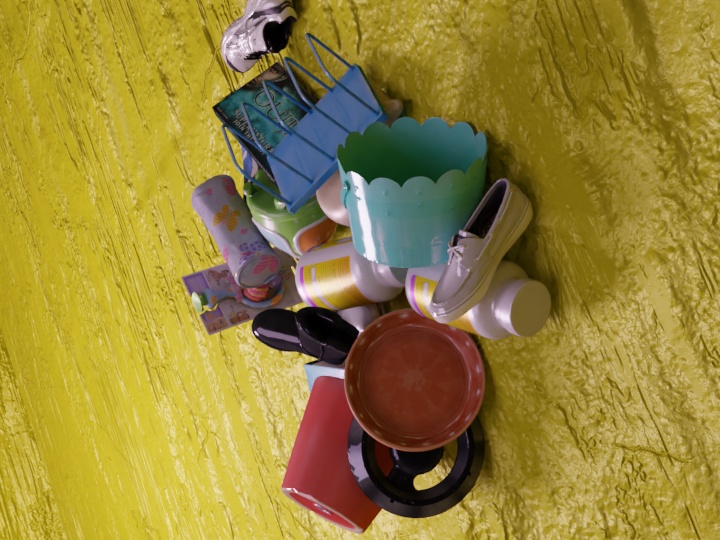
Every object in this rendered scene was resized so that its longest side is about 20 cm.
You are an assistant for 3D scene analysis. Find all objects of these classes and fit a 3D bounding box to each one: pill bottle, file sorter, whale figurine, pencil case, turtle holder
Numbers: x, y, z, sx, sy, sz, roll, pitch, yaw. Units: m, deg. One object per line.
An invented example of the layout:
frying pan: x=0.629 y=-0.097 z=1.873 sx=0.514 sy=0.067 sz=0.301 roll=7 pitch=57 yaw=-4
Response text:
pill bottle: x=0.000 y=0.000 z=1.767 sx=0.199 sy=0.104 sz=0.105 roll=-12 pitch=92 yaw=48
pill bottle: x=0.156 y=0.031 z=1.575 sx=0.199 sy=0.104 sz=0.105 roll=18 pitch=117 yaw=52
file sorter: x=-0.087 y=-0.215 z=1.698 sx=0.200 sy=0.122 sz=0.139 roll=-44 pitch=40 yaw=18
whale figurine: x=0.017 y=-0.159 z=1.735 sx=0.159 sy=0.103 sz=0.201 roll=35 pitch=106 yaw=48
pencil case: x=-0.205 y=-0.064 z=1.953 sx=0.201 sy=0.083 sz=0.091 roll=57 pitch=176 yaw=33
turtle holder: x=-0.118 y=-0.095 z=1.891 sx=0.184 sy=0.141 sz=0.133 roll=6 pitch=130 yaw=29

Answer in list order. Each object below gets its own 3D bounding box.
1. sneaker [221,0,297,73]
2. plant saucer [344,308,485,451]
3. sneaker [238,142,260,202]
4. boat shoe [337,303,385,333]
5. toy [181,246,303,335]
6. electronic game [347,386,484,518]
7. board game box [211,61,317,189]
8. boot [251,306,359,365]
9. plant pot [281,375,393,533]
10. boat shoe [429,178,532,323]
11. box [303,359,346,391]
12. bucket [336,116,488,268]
sneaker: x=-0.164 y=-0.373 z=1.913 sx=0.088 sy=0.075 sz=0.200 roll=62 pitch=145 yaw=19
plant saucer: x=0.076 y=0.154 z=1.675 sx=0.032 sy=0.199 sz=0.202 roll=94 pitch=153 yaw=-75
sneaker: x=-0.163 y=-0.186 z=1.999 sx=0.090 sy=0.078 sz=0.201 roll=-109 pitch=23 yaw=-46
boat shoe: x=-0.034 y=0.086 z=1.903 sx=0.200 sy=0.068 sz=0.075 roll=-23 pitch=83 yaw=55
toy: x=-0.184 y=0.021 z=1.974 sx=0.116 sy=0.199 sz=0.047 roll=61 pitch=155 yaw=20
electronic game: x=0.080 y=0.251 z=1.699 sx=0.042 sy=0.198 sz=0.202 roll=124 pitch=128 yaw=-81
board game box: x=-0.128 y=-0.232 z=1.868 sx=0.200 sy=0.135 sz=0.028 roll=48 pitch=170 yaw=32
boot: x=-0.086 y=0.090 z=1.767 sx=0.200 sy=0.163 sz=0.066 roll=106 pitch=180 yaw=-83
plant pot: x=-0.019 y=0.283 z=1.786 sx=0.199 sy=0.178 sz=0.201 roll=25 pitch=162 yaw=9
boat shoe: x=0.143 y=-0.028 z=1.497 sx=0.069 sy=0.200 sz=0.072 roll=45 pitch=170 yaw=-35
box: x=-0.001 y=0.166 z=1.874 sx=0.199 sy=0.082 sz=0.050 roll=0 pitch=103 yaw=56
bucket: x=0.070 y=-0.104 z=1.570 sx=0.207 sy=0.206 sz=0.136 roll=32 pitch=135 yaw=46
